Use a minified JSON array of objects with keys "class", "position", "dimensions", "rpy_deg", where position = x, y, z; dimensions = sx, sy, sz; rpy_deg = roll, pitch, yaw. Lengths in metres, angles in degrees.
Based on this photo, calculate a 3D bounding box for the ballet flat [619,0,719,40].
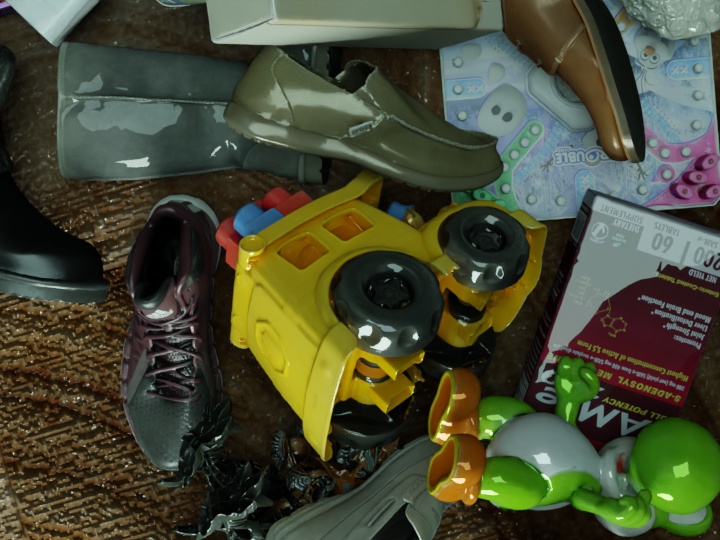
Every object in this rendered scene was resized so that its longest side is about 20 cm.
[{"class":"ballet flat","position":[0.184,-0.243,0.836],"dimensions":[0.072,0.072,0.201],"rpy_deg":[-36,91,2]}]

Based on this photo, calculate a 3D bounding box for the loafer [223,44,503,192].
[{"class":"loafer","position":[0.010,-0.102,0.816],"dimensions":[0.198,0.076,0.068],"rpy_deg":[10,107,-19]}]

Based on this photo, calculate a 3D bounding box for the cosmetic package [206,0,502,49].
[{"class":"cosmetic package","position":[-0.003,-0.201,0.789],"dimensions":[0.199,0.073,0.105],"rpy_deg":[-9,93,-40]}]

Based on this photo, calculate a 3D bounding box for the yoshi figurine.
[{"class":"yoshi figurine","position":[0.149,0.117,0.782],"dimensions":[0.198,0.112,0.113],"rpy_deg":[15,89,-11]}]

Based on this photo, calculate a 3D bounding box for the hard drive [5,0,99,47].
[{"class":"hard drive","position":[-0.198,-0.279,0.865],"dimensions":[0.132,0.026,0.200],"rpy_deg":[43,91,0]}]

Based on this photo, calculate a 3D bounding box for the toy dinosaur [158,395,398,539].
[{"class":"toy dinosaur","position":[-0.063,0.171,0.856],"dimensions":[0.201,0.102,0.136],"rpy_deg":[-55,132,-10]}]

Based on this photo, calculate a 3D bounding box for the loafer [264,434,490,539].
[{"class":"loafer","position":[0.025,0.172,0.832],"dimensions":[0.199,0.070,0.070],"rpy_deg":[-27,49,-30]}]

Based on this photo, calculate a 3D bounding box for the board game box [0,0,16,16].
[{"class":"board game box","position":[-0.256,-0.254,0.893],"dimensions":[0.198,0.032,0.121],"rpy_deg":[-17,95,2]}]

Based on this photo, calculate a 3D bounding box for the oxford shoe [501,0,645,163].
[{"class":"oxford shoe","position":[0.141,-0.161,0.845],"dimensions":[0.071,0.071,0.201],"rpy_deg":[-25,87,24]}]

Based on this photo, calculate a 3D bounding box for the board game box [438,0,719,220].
[{"class":"board game box","position":[0.159,-0.140,0.883],"dimensions":[0.198,0.026,0.202],"rpy_deg":[-5,91,1]}]

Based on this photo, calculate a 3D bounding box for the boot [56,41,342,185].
[{"class":"boot","position":[-0.116,-0.147,0.876],"dimensions":[0.198,0.073,0.184],"rpy_deg":[7,89,8]}]

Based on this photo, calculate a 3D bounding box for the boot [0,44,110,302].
[{"class":"boot","position":[-0.257,-0.075,0.854],"dimensions":[0.209,0.079,0.159],"rpy_deg":[21,98,6]}]

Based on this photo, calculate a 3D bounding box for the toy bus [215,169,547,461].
[{"class":"toy bus","position":[0.000,0.000,0.837],"dimensions":[0.199,0.136,0.192],"rpy_deg":[-30,59,-31]}]

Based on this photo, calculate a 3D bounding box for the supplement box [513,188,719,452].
[{"class":"supplement box","position":[0.179,0.055,0.856],"dimensions":[0.108,0.061,0.202],"rpy_deg":[17,100,1]}]

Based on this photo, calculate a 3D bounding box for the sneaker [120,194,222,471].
[{"class":"sneaker","position":[-0.140,0.046,0.848],"dimensions":[0.075,0.116,0.202],"rpy_deg":[0,91,2]}]

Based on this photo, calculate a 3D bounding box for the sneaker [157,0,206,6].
[{"class":"sneaker","position":[-0.081,-0.250,0.846],"dimensions":[0.067,0.089,0.201],"rpy_deg":[53,48,-26]}]
